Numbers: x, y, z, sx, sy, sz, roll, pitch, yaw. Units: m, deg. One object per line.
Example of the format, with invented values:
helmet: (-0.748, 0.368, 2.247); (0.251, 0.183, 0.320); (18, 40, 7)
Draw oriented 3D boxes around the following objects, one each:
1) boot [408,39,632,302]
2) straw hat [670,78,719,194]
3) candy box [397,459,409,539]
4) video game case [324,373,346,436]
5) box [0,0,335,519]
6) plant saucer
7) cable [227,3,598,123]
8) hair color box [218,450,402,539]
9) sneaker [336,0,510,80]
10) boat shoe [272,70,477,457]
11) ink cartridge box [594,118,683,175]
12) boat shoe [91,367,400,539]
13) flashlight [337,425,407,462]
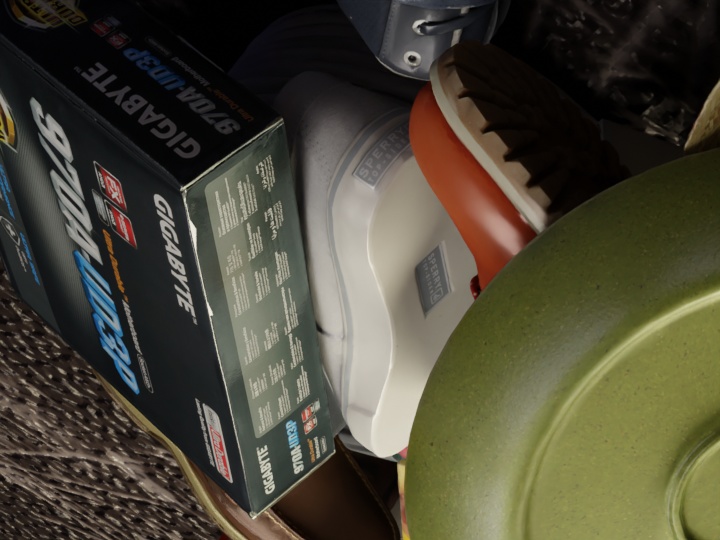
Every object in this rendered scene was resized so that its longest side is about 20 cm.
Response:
boot: (0.055, 0.024, 0.685); (0.107, 0.075, 0.200); (-25, 114, 23)
straw hat: (0.175, -0.044, 0.673); (0.201, 0.201, 0.085); (49, -170, -33)
candy box: (0.120, 0.135, 1.067); (0.200, 0.057, 0.117); (22, 152, 15)
video game case: (-0.085, -0.015, 0.933); (0.200, 0.019, 0.143); (46, 172, 16)
box: (-0.085, -0.020, 0.795); (0.159, 0.046, 0.200); (39, 155, 29)
plant saucer: (0.113, 0.059, 0.643); (0.200, 0.200, 0.031); (47, -171, -31)
cable: (0.024, -0.020, 0.883); (0.200, 0.069, 0.200); (11, 148, 27)
hair color box: (-0.036, 0.187, 1.140); (0.111, 0.200, 0.064); (30, 152, -3)
sneaker: (0.066, -0.112, 0.664); (0.202, 0.077, 0.146); (27, 143, 23)
boat shoe: (0.000, 0.000, 0.799); (0.068, 0.072, 0.200); (39, 165, 25)
ink cartridge box: (0.145, 0.054, 0.780); (0.200, 0.083, 0.147); (20, 119, -7)
boat shoe: (-0.054, 0.083, 1.098); (0.200, 0.072, 0.068); (46, 146, -3)
flashlight: (0.084, 0.066, 0.971); (0.200, 0.068, 0.068); (10, 146, 33)
